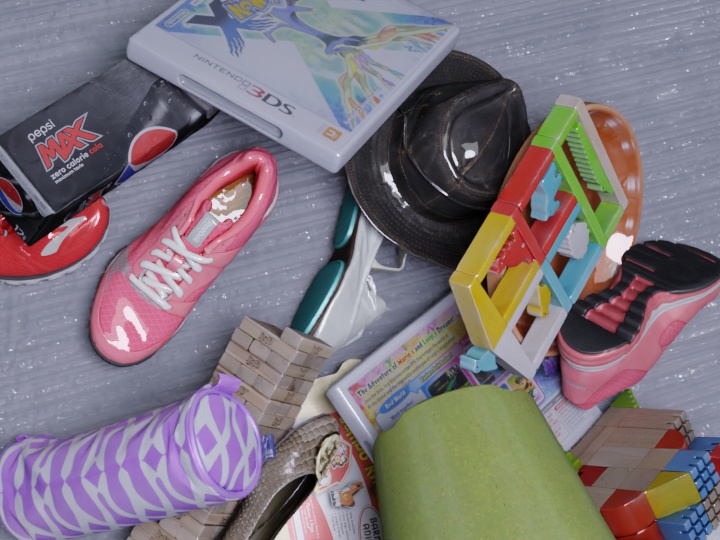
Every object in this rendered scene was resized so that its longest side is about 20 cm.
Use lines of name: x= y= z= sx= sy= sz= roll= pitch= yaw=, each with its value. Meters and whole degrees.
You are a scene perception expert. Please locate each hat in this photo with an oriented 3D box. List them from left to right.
hat: x=0.083 y=-0.103 z=1.023 sx=0.199 sy=0.081 sz=0.202 roll=12 pitch=66 yaw=-27

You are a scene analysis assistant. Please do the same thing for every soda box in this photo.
soda box: x=-0.182 y=-0.103 z=0.962 sx=0.071 sy=0.063 sz=0.200 roll=50 pitch=53 yaw=-3

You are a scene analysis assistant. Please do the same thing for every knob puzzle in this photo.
knob puzzle: x=0.012 y=0.167 z=1.022 sx=0.218 sy=0.030 sz=0.221 roll=2 pitch=81 yaw=-13

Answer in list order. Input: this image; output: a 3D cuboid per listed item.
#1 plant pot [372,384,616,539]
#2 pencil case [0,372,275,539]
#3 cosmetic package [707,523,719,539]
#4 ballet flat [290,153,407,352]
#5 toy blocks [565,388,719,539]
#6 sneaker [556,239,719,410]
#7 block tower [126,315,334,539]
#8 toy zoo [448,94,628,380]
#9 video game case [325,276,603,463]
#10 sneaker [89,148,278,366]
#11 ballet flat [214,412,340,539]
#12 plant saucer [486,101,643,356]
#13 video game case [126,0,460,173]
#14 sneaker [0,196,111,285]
plant pot: x=0.089 y=0.185 z=0.873 sx=0.199 sy=0.201 sz=0.191 roll=-8 pitch=57 yaw=-14
pencil case: x=-0.163 y=0.134 z=0.909 sx=0.199 sy=0.084 sz=0.086 roll=-18 pitch=70 yaw=25
cosmetic package: x=0.198 y=0.267 z=1.015 sx=0.200 sy=0.107 sz=0.090 roll=-38 pitch=93 yaw=-14
ballet flat: x=0.000 y=0.000 z=1.028 sx=0.069 sy=0.069 sz=0.201 roll=24 pitch=74 yaw=-9
toy blocks: x=0.208 y=0.168 z=0.977 sx=0.200 sy=0.136 sz=0.100 roll=-39 pitch=111 yaw=-35
sneaker: x=0.225 y=0.044 z=1.077 sx=0.200 sy=0.087 sz=0.074 roll=-30 pitch=47 yaw=-34
block tower: x=-0.096 y=0.128 z=0.957 sx=0.058 sy=0.054 sz=0.201 roll=31 pitch=93 yaw=26
toy zoo: x=0.128 y=-0.010 z=0.961 sx=0.201 sy=0.020 sz=0.131 roll=-58 pitch=140 yaw=-19
video game case: x=0.093 y=0.114 z=1.022 sx=0.200 sy=0.024 sz=0.183 roll=-36 pitch=91 yaw=-35
sneaker: x=-0.133 y=-0.019 z=0.977 sx=0.074 sy=0.087 sz=0.201 roll=38 pitch=76 yaw=-5
ballet flat: x=-0.073 y=0.188 z=0.940 sx=0.046 sy=0.068 sz=0.200 roll=29 pitch=67 yaw=30
plant saucer: x=0.159 y=-0.033 z=1.032 sx=0.200 sy=0.032 sz=0.202 roll=-24 pitch=122 yaw=-44
video game case: x=-0.045 y=-0.172 z=0.988 sx=0.182 sy=0.022 sz=0.200 roll=30 pitch=46 yaw=11
sneaker: x=-0.279 y=-0.027 z=0.951 sx=0.199 sy=0.085 sz=0.078 roll=-7 pitch=85 yaw=-14
